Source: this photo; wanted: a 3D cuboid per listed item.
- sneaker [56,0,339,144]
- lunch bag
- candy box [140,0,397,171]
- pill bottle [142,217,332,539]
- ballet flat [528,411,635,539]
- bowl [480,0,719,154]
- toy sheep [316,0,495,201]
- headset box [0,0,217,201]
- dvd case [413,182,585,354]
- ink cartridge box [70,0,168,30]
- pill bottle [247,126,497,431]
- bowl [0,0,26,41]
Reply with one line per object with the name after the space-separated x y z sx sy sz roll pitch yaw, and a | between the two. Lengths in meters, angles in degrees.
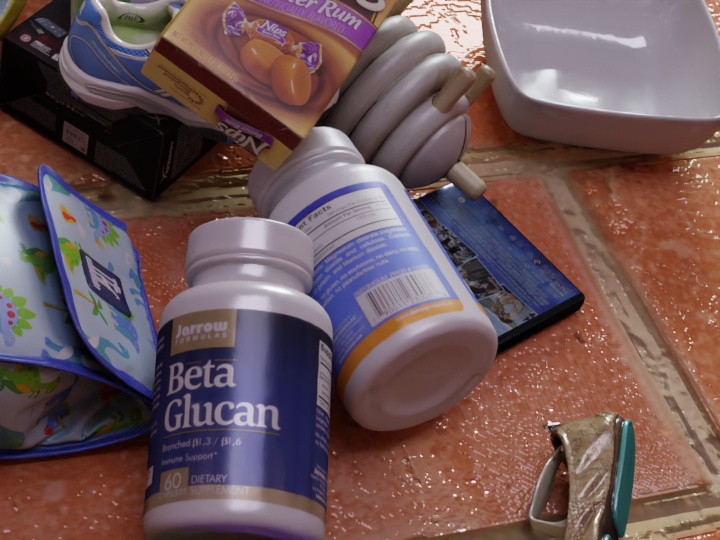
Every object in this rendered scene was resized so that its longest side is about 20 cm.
-0.111 -0.144 1.268 0.200 0.077 0.076 8 48 -11 | sneaker
-0.223 0.027 1.157 0.200 0.127 0.170 8 45 -33 | lunch bag
-0.049 -0.180 1.240 0.117 0.056 0.200 35 56 -7 | candy box
-0.073 0.074 1.120 0.111 0.111 0.200 6 66 -11 | pill bottle
0.141 0.177 1.171 0.065 0.071 0.200 -4 41 17 | ballet flat
0.192 -0.172 1.488 0.199 0.075 0.200 6 48 -12 | bowl
0.022 -0.129 1.358 0.138 0.138 0.200 -33 73 -37 | toy sheep
-0.155 -0.164 1.378 0.149 0.077 0.200 32 49 13 | headset box
0.049 0.014 1.313 0.200 0.018 0.143 -25 60 -34 | dvd case
-0.112 -0.217 1.338 0.200 0.067 0.117 3 48 -12 | ink cartridge box
0.000 0.000 1.221 0.112 0.112 0.200 -13 53 -26 | pill bottle
-0.325 -0.236 1.356 0.200 0.200 0.108 28 5 10 | bowl
